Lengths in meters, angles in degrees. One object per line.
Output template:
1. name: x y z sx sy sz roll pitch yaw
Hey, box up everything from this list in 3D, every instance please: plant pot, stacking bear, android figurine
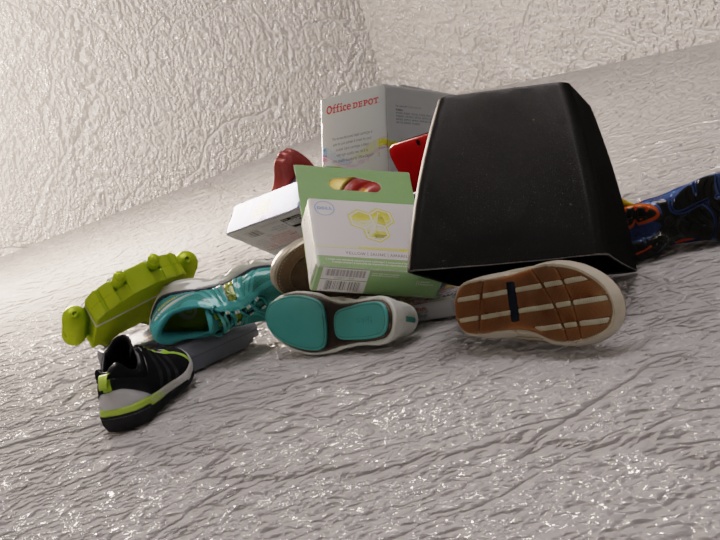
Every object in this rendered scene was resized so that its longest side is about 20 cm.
1. plant pot: 0.162 -0.085 1.539 0.198 0.180 0.199 -6 -7 19
2. stacking bear: -0.020 -0.084 1.994 0.199 0.123 0.113 8 -16 42
3. android figurine: -0.274 0.033 1.820 0.181 0.041 0.200 -28 -13 -19

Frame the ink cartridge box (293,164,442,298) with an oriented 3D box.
1. ink cartridge box: 0.007 -0.059 1.675 0.144 0.048 0.201 3 47 -14

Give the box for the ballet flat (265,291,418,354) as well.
1. ballet flat: -0.017 0.057 1.639 0.199 0.070 0.069 -2 17 45

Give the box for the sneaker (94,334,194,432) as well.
1. sneaker: -0.233 0.102 1.631 0.071 0.084 0.200 -14 13 11

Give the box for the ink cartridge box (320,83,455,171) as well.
1. ink cartridge box: 0.042 -0.147 2.115 0.144 0.202 0.145 1 -4 -41

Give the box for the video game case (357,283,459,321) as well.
1. video game case: 0.080 0.023 1.746 0.180 0.023 0.200 -11 12 31

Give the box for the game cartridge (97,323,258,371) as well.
1. game cartridge: -0.229 0.093 1.832 0.132 0.042 0.199 -19 10 -38

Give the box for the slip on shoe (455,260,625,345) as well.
1. slip on shoe: 0.173 0.032 1.394 0.060 0.077 0.199 -3 -4 -38

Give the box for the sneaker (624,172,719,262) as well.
1. sneaker: 0.350 -0.063 1.638 0.198 0.076 0.078 -12 7 14

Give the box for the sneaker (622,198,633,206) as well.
1. sneaker: 0.242 -0.081 1.739 0.199 0.074 0.077 7 -9 -40

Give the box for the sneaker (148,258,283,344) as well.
1. sneaker: -0.148 0.045 1.739 0.198 0.078 0.080 -15 26 11

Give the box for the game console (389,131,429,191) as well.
1. game console: 0.157 -0.111 1.907 0.171 0.120 0.199 0 -5 -30

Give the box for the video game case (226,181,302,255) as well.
1. video game case: -0.043 -0.046 1.888 0.180 0.046 0.199 25 -19 -26

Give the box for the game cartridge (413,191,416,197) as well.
1. game cartridge: 0.127 -0.056 1.826 0.199 0.133 0.041 -10 52 59

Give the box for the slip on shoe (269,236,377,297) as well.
1. slip on shoe: 0.000 0.000 1.693 0.198 0.077 0.061 -1 23 -20
